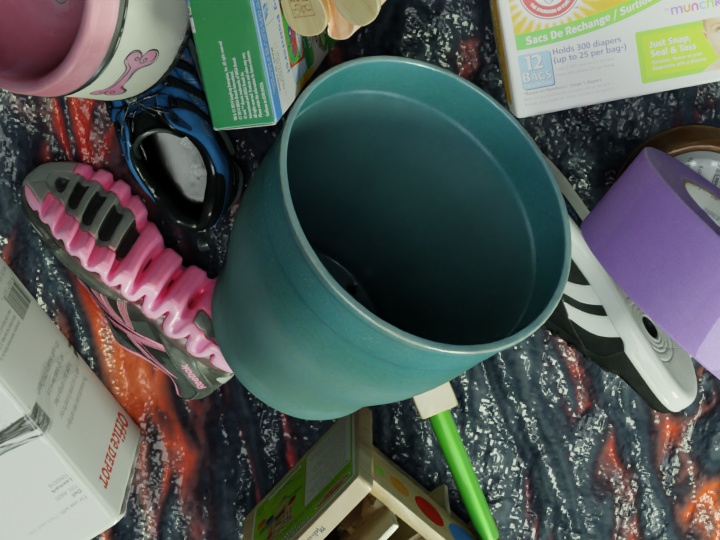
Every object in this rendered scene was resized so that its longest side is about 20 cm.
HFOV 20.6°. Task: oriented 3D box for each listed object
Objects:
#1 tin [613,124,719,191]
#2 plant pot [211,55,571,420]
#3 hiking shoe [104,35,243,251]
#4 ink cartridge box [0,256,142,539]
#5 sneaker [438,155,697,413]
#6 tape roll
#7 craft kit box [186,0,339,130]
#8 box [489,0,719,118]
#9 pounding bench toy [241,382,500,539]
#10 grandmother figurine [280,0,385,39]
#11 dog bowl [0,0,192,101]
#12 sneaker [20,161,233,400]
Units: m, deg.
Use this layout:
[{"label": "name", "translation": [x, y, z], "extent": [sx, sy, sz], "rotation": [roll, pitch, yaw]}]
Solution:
[{"label": "tin", "translation": [0.268, -0.029, 1.337], "extent": [0.198, 0.042, 0.113], "rotation": [14, 104, -5]}, {"label": "plant pot", "translation": [0.000, 0.000, 1.249], "extent": [0.199, 0.201, 0.188], "rotation": [32, 141, -11]}, {"label": "hiking shoe", "translation": [-0.133, -0.116, 1.275], "extent": [0.074, 0.087, 0.201], "rotation": [-28, 107, 9]}, {"label": "ink cartridge box", "translation": [-0.242, 0.083, 1.312], "extent": [0.084, 0.146, 0.200], "rotation": [-33, 106, 12]}, {"label": "sneaker", "translation": [0.130, 0.028, 1.324], "extent": [0.112, 0.073, 0.201], "rotation": [-37, 84, 27]}, {"label": "tape roll", "translation": [0.232, 0.012, 1.226], "extent": [0.200, 0.200, 0.066], "rotation": [36, 105, -12]}, {"label": "craft kit box", "translation": [-0.065, -0.209, 1.185], "extent": [0.048, 0.198, 0.202], "rotation": [-5, 109, 16]}, {"label": "box", "translation": [0.181, -0.177, 1.249], "extent": [0.198, 0.101, 0.113], "rotation": [-11, 109, 3]}, {"label": "pounding bench toy", "translation": [0.039, 0.178, 1.359], "extent": [0.156, 0.124, 0.200], "rotation": [40, 104, -13]}, {"label": "grandmother figurine", "translation": [0.028, -0.203, 1.205], "extent": [0.121, 0.200, 0.061], "rotation": [5, 121, 37]}, {"label": "dog bowl", "translation": [-0.189, -0.195, 1.195], "extent": [0.199, 0.074, 0.202], "rotation": [17, 116, 40]}, {"label": "sneaker", "translation": [-0.157, 0.013, 1.333], "extent": [0.200, 0.079, 0.095], "rotation": [42, 136, -2]}]
